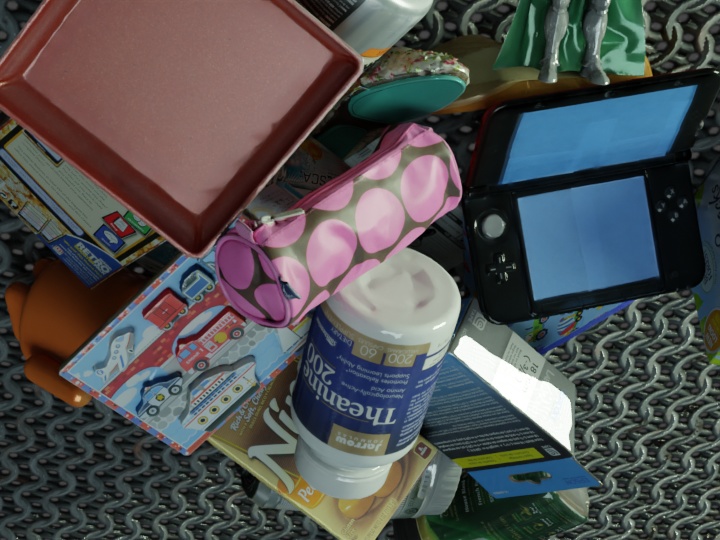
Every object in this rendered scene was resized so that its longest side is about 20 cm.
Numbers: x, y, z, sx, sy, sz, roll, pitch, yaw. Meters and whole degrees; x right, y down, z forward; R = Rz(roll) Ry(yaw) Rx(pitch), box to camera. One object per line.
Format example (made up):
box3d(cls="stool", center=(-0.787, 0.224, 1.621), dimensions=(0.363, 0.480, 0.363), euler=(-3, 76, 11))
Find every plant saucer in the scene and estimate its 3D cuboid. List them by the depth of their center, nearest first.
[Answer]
box3d(cls="plant saucer", center=(-0.130, -0.140, 1.116), dimensions=(0.199, 0.037, 0.200), euler=(38, 113, -11))

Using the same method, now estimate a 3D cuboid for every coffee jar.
box3d(cls="coffee jar", center=(0.136, 0.258, 1.703), dimensions=(0.199, 0.086, 0.104), euler=(-28, 136, 22))

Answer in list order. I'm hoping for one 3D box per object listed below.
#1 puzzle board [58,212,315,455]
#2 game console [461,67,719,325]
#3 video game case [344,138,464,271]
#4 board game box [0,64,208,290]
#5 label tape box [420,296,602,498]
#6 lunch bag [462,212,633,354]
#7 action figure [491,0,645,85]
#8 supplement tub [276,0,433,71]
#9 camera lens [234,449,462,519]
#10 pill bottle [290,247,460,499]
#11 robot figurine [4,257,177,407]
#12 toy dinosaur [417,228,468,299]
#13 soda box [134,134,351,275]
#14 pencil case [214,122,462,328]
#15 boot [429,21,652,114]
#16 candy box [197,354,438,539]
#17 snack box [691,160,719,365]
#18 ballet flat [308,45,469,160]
box3d(cls="puzzle board", center=(-0.123, 0.055, 1.291), dimensions=(0.200, 0.017, 0.151), euler=(-42, 126, 13))
box3d(cls="game console", center=(0.190, -0.055, 1.261), dimensions=(0.199, 0.174, 0.119), euler=(-10, -179, -12))
box3d(cls="video game case", center=(-0.008, -0.039, 1.414), dimensions=(0.182, 0.024, 0.200), euler=(-32, 132, 27))
box3d(cls="board game box", center=(-0.209, -0.078, 1.249), dimensions=(0.152, 0.046, 0.200), euler=(47, 142, -14))
box3d(cls="label tape box", center=(0.108, 0.115, 1.397), dimensions=(0.200, 0.064, 0.144), euler=(40, 148, -24))
box3d(cls="lunch bag", center=(0.197, -0.016, 1.408), dimensions=(0.199, 0.094, 0.151), euler=(-18, 138, -12))
box3d(cls="action figure", center=(0.164, -0.237, 1.158), dimensions=(0.117, 0.055, 0.201), euler=(-1, 113, -10))
box3d(cls="supplement tub", center=(-0.051, -0.181, 1.183), dimensions=(0.122, 0.123, 0.200), euler=(29, 129, -31))
box3d(cls="camera lens", center=(-0.014, 0.152, 1.518), dimensions=(0.199, 0.161, 0.160), euler=(7, 136, -12))
box3d(cls="pill bottle", center=(0.005, 0.086, 1.285), dimensions=(0.110, 0.111, 0.201), euler=(7, 128, -12))
box3d(cls="robot figurine", center=(-0.216, 0.053, 1.396), dimensions=(0.199, 0.117, 0.144), euler=(21, -172, 26))
box3d(cls="toy dinosaur", center=(0.000, 0.000, 1.395), dimensions=(0.199, 0.103, 0.136), euler=(-7, 158, -28))
box3d(cls="soda box", center=(-0.098, -0.045, 1.304), dimensions=(0.068, 0.064, 0.199), euler=(36, 141, -28))
box3d(cls="pencil case", center=(-0.013, -0.040, 1.184), dimensions=(0.090, 0.200, 0.094), euler=(19, 134, 41))
box3d(cls="boot", center=(0.139, -0.132, 1.294), dimensions=(0.200, 0.071, 0.144), euler=(-16, 142, 18))
box3d(cls="candy box", center=(-0.046, 0.144, 1.400), dimensions=(0.200, 0.116, 0.055), euler=(38, 171, -7))
box3d(cls="snack box", center=(0.350, -0.040, 1.337), dimensions=(0.067, 0.169, 0.201), euler=(11, 135, -15))
box3d(cls="ballet flat", center=(0.004, -0.138, 1.245), dimensions=(0.075, 0.064, 0.199), euler=(16, 151, -39))
